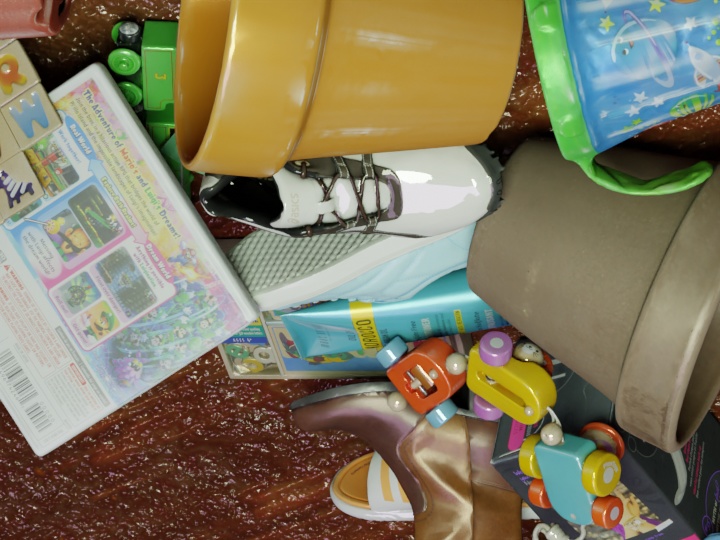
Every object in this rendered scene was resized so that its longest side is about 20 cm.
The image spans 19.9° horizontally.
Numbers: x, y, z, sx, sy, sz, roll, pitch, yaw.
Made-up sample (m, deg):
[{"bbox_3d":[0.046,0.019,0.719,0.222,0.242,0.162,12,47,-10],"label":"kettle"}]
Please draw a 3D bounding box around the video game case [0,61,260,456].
[{"bbox_3d":[-0.194,-0.006,1.371,0.182,0.024,0.201,-32,92,10],"label":"video game case"}]

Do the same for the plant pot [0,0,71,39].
[{"bbox_3d":[-0.278,-0.218,1.248,0.194,0.202,0.201,2,137,2],"label":"plant pot"}]

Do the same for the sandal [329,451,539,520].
[{"bbox_3d":[0.074,0.150,1.609,0.205,0.079,0.059,-2,127,17],"label":"sandal"}]

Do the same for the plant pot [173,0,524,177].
[{"bbox_3d":[-0.006,-0.150,1.246,0.182,0.201,0.201,6,139,-14],"label":"plant pot"}]

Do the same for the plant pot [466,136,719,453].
[{"bbox_3d":[0.168,-0.003,1.354,0.174,0.200,0.201,23,140,17],"label":"plant pot"}]

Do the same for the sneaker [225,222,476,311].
[{"bbox_3d":[0.000,0.000,1.401,0.199,0.074,0.082,-18,130,10],"label":"sneaker"}]

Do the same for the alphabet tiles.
[{"bbox_3d":[-0.295,-0.109,1.367,0.166,0.006,0.201,-31,79,11],"label":"alphabet tiles"}]

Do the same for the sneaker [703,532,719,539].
[{"bbox_3d":[0.249,0.254,1.478,0.070,0.083,0.200,24,137,-13],"label":"sneaker"}]

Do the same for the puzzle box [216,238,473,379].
[{"bbox_3d":[-0.020,0.029,1.543,0.199,0.026,0.133,-1,134,17],"label":"puzzle box"}]

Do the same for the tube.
[{"bbox_3d":[0.046,0.026,1.463,0.199,0.051,0.078,-12,148,5],"label":"tube"}]

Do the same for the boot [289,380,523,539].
[{"bbox_3d":[0.039,0.184,1.550,0.187,0.201,0.068,1,175,-7],"label":"boot"}]

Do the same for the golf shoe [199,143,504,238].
[{"bbox_3d":[-0.009,-0.047,1.311,0.199,0.095,0.078,2,113,22],"label":"golf shoe"}]

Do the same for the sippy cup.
[{"bbox_3d":[0.173,-0.145,1.237,0.130,0.140,0.178,-11,143,11],"label":"sippy cup"}]

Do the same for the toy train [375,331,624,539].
[{"bbox_3d":[0.107,0.104,1.424,0.200,0.056,0.150,48,147,4],"label":"toy train"}]

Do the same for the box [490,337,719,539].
[{"bbox_3d":[0.198,0.144,1.529,0.106,0.123,0.200,-18,128,32],"label":"box"}]

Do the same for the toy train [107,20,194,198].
[{"bbox_3d":[-0.145,-0.094,1.440,0.056,0.042,0.201,2,137,-1],"label":"toy train"}]

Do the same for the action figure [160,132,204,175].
[{"bbox_3d":[-0.024,-0.067,1.422,0.199,0.055,0.118,31,122,-25],"label":"action figure"}]
